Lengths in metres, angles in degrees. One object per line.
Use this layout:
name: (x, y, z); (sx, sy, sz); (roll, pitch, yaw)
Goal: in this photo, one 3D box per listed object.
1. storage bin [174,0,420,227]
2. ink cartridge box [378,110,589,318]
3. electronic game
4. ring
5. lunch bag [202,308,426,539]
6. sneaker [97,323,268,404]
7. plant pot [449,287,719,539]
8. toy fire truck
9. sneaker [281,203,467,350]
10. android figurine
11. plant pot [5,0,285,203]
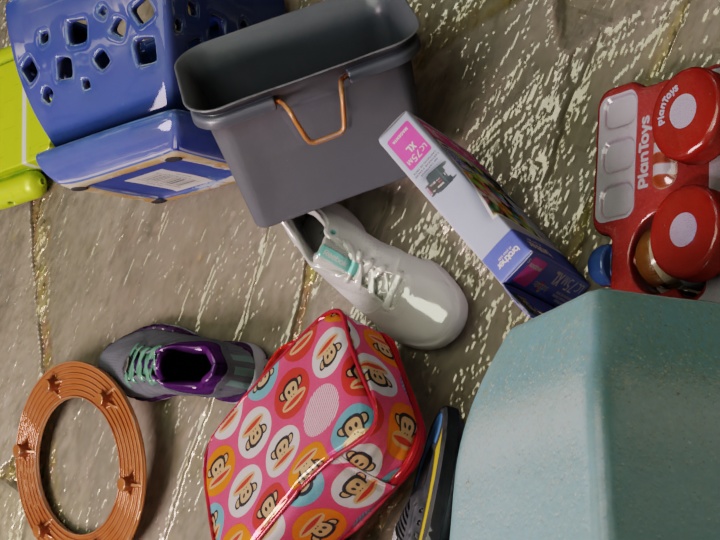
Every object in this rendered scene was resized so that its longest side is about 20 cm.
storage bin: (-0.035, -0.126, 1.093); (0.197, 0.136, 0.146); (-20, 35, -2)
ink cartridge box: (0.106, -0.034, 1.033); (0.042, 0.119, 0.201); (-44, 59, 15)
electronic game: (0.045, 0.201, 0.992); (0.041, 0.200, 0.203); (14, 86, 0)
ring: (-0.278, 0.189, 1.276); (0.198, 0.019, 0.204); (0, 89, 41)
lunch bag: (-0.047, 0.134, 1.066); (0.200, 0.081, 0.177); (-46, 38, 21)
sneaker: (-0.183, 0.081, 1.219); (0.198, 0.087, 0.076); (-2, 78, 33)
plant pot: (0.177, 0.125, 0.871); (0.195, 0.194, 0.203); (148, 125, -60)
toy fire truck: (0.236, -0.050, 0.973); (0.167, 0.111, 0.203); (-12, 71, 56)
sneaker: (0.000, 0.000, 1.116); (0.199, 0.088, 0.076); (34, 97, 33)
android figurine: (-0.366, -0.163, 1.423); (0.198, 0.041, 0.185); (-15, 72, 31)
plant pot: (-0.187, -0.169, 1.219); (0.198, 0.199, 0.183); (-13, 79, 30)
